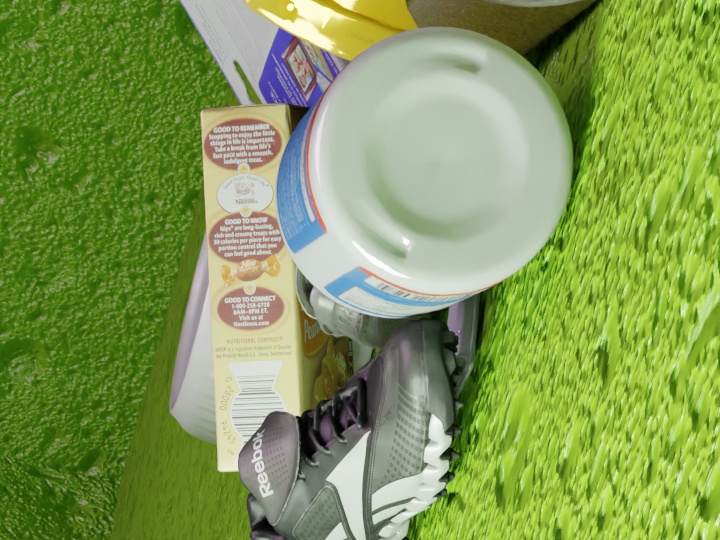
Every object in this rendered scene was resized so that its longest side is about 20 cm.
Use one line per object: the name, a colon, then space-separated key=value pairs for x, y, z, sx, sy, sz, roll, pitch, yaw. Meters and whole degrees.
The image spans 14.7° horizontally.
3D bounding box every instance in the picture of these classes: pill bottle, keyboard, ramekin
pill bottle: x=0.021 y=-0.037 z=1.232 sx=0.200 sy=0.112 sz=0.113 roll=152 pitch=131 yaw=-80
keyboard: x=0.054 y=-0.016 z=1.365 sx=0.056 sy=0.011 sz=0.201 roll=103 pitch=176 yaw=-50
ramekin: x=-0.052 y=0.025 z=1.747 sx=0.200 sy=0.105 sz=0.201 roll=-167 pitch=90 yaw=-84

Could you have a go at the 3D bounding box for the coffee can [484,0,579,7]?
coffee can: x=0.072 y=-0.164 z=0.901 sx=0.200 sy=0.146 sz=0.147 roll=-164 pitch=87 yaw=-83

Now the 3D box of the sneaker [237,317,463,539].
sneaker: x=-0.009 y=0.087 z=1.301 sx=0.200 sy=0.090 sz=0.067 roll=111 pitch=160 yaw=-56

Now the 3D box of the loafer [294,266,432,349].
loafer: x=0.000 y=0.000 z=1.500 sx=0.200 sy=0.069 sz=0.070 roll=-119 pitch=40 yaw=-83

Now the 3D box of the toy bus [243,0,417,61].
toy bus: x=0.027 y=-0.230 z=1.504 sx=0.200 sy=0.135 sz=0.192 roll=-83 pitch=15 yaw=-56

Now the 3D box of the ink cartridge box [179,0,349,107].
ink cartridge box: x=-0.044 y=-0.149 z=1.816 sx=0.199 sy=0.043 sz=0.200 roll=60 pitch=159 yaw=10

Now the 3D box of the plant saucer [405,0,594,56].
plant saucer: x=0.065 y=-0.201 z=1.285 sx=0.200 sy=0.048 sz=0.201 roll=148 pitch=128 yaw=-73

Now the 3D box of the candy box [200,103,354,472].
candy box: x=-0.044 y=0.009 z=1.572 sx=0.115 sy=0.055 sz=0.201 roll=-4 pitch=-88 yaw=-76
